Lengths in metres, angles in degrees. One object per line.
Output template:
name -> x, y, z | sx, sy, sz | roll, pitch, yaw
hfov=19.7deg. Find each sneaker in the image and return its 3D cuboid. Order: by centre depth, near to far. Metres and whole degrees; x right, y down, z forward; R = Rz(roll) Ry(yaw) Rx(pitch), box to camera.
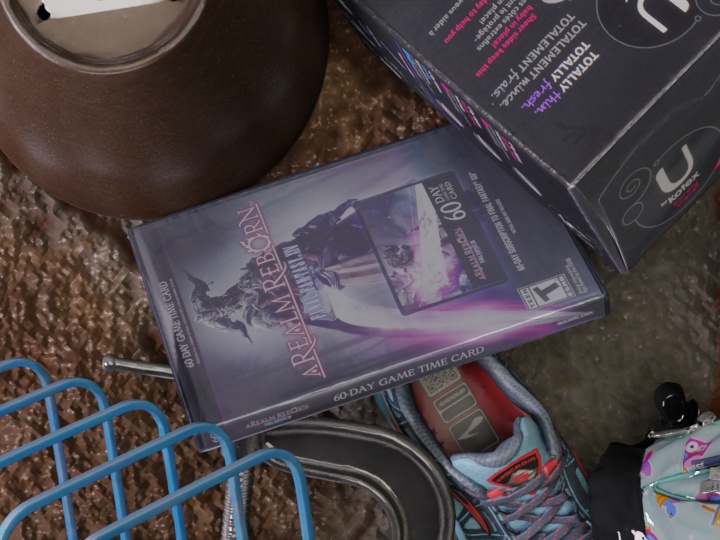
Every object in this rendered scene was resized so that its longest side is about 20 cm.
sneaker -> 0.068, 0.102, 0.994 | 0.079, 0.096, 0.200 | -39, 89, -2

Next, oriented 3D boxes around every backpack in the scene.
backpack -> 0.215, 0.132, 0.937 | 0.199, 0.127, 0.168 | -17, 106, 31

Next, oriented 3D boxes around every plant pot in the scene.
plant pot -> -0.107, -0.124, 0.949 | 0.185, 0.200, 0.189 | 0, 87, 0

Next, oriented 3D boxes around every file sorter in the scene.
file sorter -> -0.126, 0.128, 0.905 | 0.138, 0.199, 0.124 | -23, 115, -39

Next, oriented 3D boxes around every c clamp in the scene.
c clamp -> -0.038, 0.139, 1.000 | 0.169, 0.027, 0.202 | 3, 106, 8

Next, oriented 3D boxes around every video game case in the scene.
video game case -> 0.000, 0.000, 0.984 | 0.198, 0.019, 0.143 | -18, 46, -7

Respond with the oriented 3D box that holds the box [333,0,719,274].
box -> 0.085, -0.116, 0.959 | 0.122, 0.106, 0.200 | -45, 59, -1
